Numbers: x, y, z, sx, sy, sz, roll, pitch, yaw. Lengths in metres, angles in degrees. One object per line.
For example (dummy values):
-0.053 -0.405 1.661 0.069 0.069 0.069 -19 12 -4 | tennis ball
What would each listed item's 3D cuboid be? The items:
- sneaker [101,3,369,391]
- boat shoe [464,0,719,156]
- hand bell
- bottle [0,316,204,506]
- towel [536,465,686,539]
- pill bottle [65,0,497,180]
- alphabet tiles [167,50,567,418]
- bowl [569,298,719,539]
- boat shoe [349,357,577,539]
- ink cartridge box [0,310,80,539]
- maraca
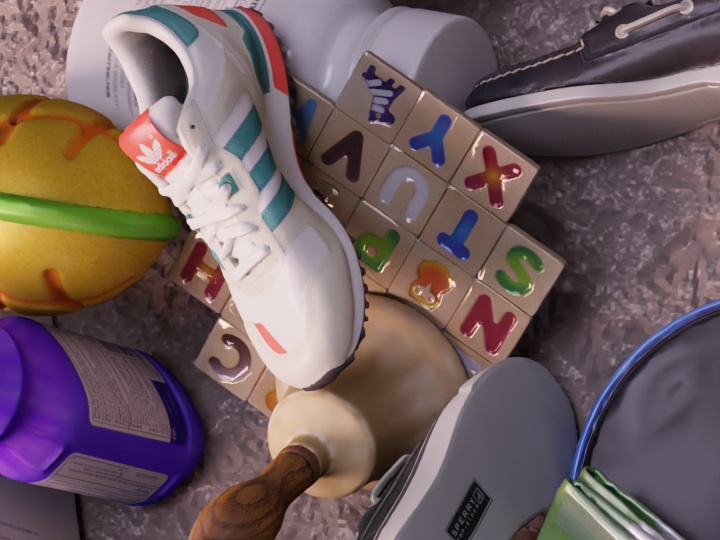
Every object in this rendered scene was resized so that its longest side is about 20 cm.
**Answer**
-0.066 -0.036 1.287 0.070 0.093 0.200 -36 62 38 | sneaker
0.142 -0.100 1.332 0.199 0.074 0.061 -11 70 24 | boat shoe
-0.031 0.095 1.285 0.104 0.200 0.105 9 114 21 | hand bell
-0.160 0.065 1.380 0.065 0.200 0.084 -45 60 16 | bottle
0.136 0.202 1.236 0.200 0.031 0.150 38 118 27 | towel
-0.038 -0.094 1.408 0.199 0.114 0.115 11 81 32 | pill bottle
0.000 0.000 1.353 0.166 0.006 0.200 35 121 8 | alphabet tiles
0.185 0.103 1.268 0.200 0.039 0.201 -9 72 27 | bowl
0.036 0.109 1.284 0.064 0.200 0.071 -27 104 39 | boat shoe
-0.246 0.107 1.450 0.147 0.145 0.201 -21 65 24 | ink cartridge box
-0.175 -0.035 1.397 0.200 0.137 0.107 12 91 47 | maraca
